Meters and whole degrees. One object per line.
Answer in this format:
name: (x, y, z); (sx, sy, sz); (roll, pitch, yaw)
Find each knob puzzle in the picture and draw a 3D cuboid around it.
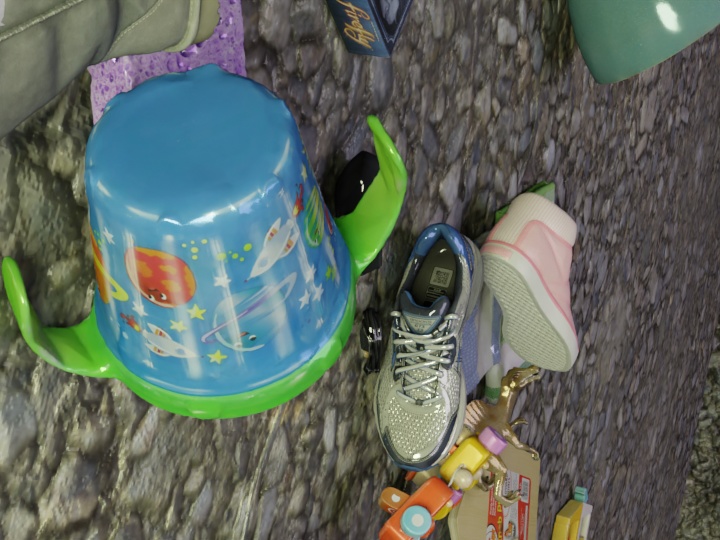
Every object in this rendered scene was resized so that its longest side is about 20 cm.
knob puzzle: (0.131, 0.267, 1.374); (0.219, 0.030, 0.222); (8, 80, -60)

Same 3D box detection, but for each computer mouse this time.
computer mouse: (0.000, 0.000, 0.971); (0.059, 0.034, 0.201); (-90, 179, -53)

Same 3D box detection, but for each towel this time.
towel: (0.167, 0.021, 1.357); (0.149, 0.030, 0.202); (-36, 131, -59)
towel: (0.090, 0.055, 1.203); (0.200, 0.024, 0.148); (-36, 131, -58)

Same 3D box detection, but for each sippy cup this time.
sippy cup: (-0.072, -0.020, 0.630); (0.178, 0.139, 0.131); (-55, 158, -30)

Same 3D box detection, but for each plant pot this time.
plant pot: (0.285, -0.302, 1.328); (0.135, 0.199, 0.200); (53, 41, -14)

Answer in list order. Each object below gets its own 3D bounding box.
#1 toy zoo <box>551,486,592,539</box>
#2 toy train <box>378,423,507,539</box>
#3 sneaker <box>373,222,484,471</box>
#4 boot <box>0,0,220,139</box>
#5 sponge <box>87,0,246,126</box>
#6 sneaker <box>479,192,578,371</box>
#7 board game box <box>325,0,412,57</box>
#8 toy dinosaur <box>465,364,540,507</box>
toy zoo: (0.277, 0.390, 1.781); (0.131, 0.020, 0.202); (4, 96, -67)
toy train: (0.048, 0.185, 1.090); (0.150, 0.056, 0.200); (-44, 169, -17)
sneaker: (0.048, 0.054, 1.036); (0.085, 0.076, 0.202); (62, 35, -68)
boot: (-0.139, -0.134, 0.520); (0.200, 0.072, 0.183); (-30, 127, -41)
sponge: (-0.099, -0.173, 0.658); (0.112, 0.030, 0.201); (-40, 136, -54)
sneaker: (0.174, 0.008, 1.247); (0.105, 0.075, 0.201); (-61, 143, -26)
board game box: (0.021, -0.265, 0.890); (0.136, 0.034, 0.201); (60, 46, -57)
toy dinosaur: (0.118, 0.180, 1.293); (0.200, 0.058, 0.101); (-50, 121, -32)
